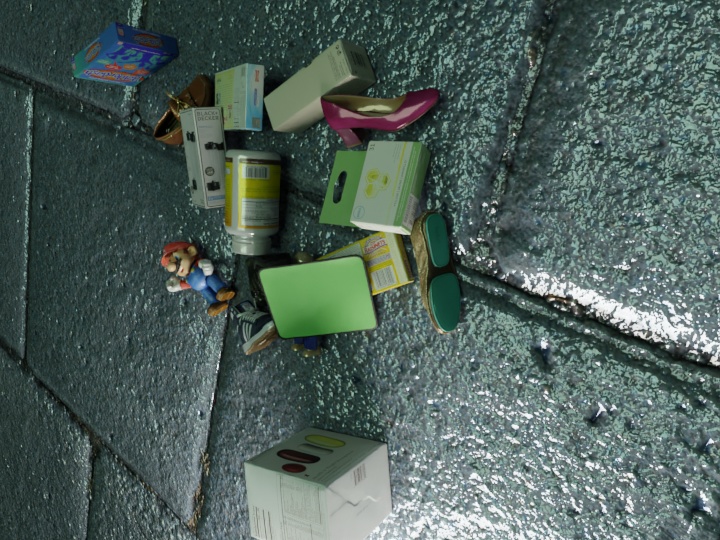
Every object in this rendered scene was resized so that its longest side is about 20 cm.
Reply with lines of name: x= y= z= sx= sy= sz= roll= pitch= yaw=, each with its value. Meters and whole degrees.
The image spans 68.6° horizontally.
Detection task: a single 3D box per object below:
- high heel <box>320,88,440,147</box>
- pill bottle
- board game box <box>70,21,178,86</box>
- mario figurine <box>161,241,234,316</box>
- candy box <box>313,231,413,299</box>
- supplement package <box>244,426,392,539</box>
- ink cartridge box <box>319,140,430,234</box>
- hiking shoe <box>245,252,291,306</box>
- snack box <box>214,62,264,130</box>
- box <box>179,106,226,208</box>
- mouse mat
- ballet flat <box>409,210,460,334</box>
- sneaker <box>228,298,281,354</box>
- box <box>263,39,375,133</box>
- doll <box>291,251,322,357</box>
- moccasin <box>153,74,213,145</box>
high heel: x=0.027 y=-0.273 z=0.860 sx=0.199 sy=0.068 sz=0.096 roll=-18 pitch=124 yaw=31
pill bottle: x=-0.216 y=-0.137 z=1.056 sx=0.108 sy=0.109 sz=0.202 roll=12 pitch=104 yaw=34
board game box: x=-0.541 y=-0.488 z=1.210 sx=0.199 sy=0.152 sz=0.045 roll=-11 pitch=91 yaw=37
mario figurine: x=-0.388 y=0.015 z=1.203 sx=0.200 sy=0.106 sz=0.124 roll=42 pitch=84 yaw=15
candy box: x=0.000 y=0.000 z=0.972 sx=0.199 sy=0.026 sz=0.103 roll=-21 pitch=81 yaw=37
supplement package: x=-0.077 y=0.409 z=0.989 sx=0.198 sy=0.191 sz=0.149 roll=-1 pitch=96 yaw=35
ink cartridge box: x=0.011 y=-0.146 z=0.904 sx=0.198 sy=0.048 sz=0.147 roll=10 pitch=83 yaw=32
hiking shoe: x=-0.178 y=0.019 z=1.040 sx=0.200 sy=0.075 sz=0.102 roll=178 pitch=85 yaw=-70
snack box: x=-0.245 y=-0.337 z=1.046 sx=0.199 sy=0.037 sz=0.118 roll=22 pitch=111 yaw=56
box: x=-0.326 y=-0.238 z=1.113 sx=0.116 sy=0.060 sz=0.202 roll=17 pitch=115 yaw=57
mouse mat: x=-0.076 y=0.053 z=0.961 sx=0.198 sy=0.008 sz=0.162 roll=-7 pitch=119 yaw=10
ballet flat: x=0.121 y=0.003 z=0.874 sx=0.065 sy=0.070 sz=0.202 roll=-4 pitch=93 yaw=63
sneaker: x=-0.216 y=0.100 z=1.093 sx=0.200 sy=0.070 sz=0.109 roll=-39 pitch=71 yaw=56
box: x=-0.076 y=-0.323 z=0.945 sx=0.199 sy=0.082 sz=0.069 roll=-22 pitch=85 yaw=35
doll: x=-0.115 y=0.062 z=1.037 sx=0.136 sy=0.048 sz=0.202 roll=17 pitch=113 yaw=45
moccasin: x=-0.396 y=-0.357 z=1.171 sx=0.201 sy=0.077 sz=0.074 roll=-29 pitch=80 yaw=35
